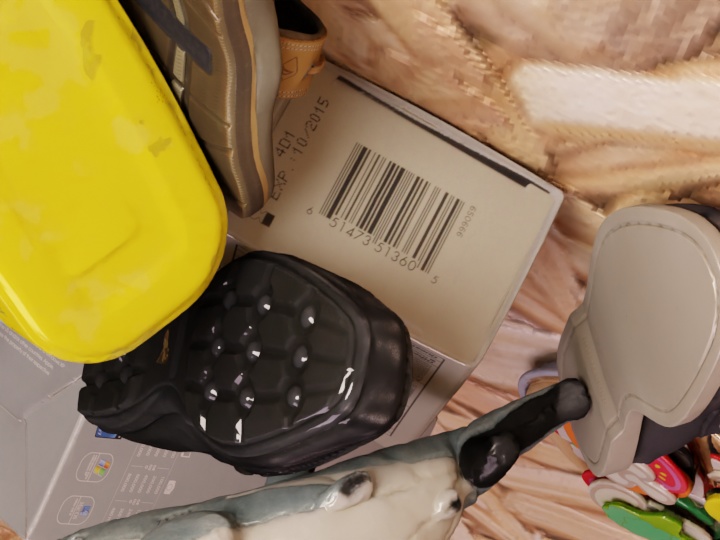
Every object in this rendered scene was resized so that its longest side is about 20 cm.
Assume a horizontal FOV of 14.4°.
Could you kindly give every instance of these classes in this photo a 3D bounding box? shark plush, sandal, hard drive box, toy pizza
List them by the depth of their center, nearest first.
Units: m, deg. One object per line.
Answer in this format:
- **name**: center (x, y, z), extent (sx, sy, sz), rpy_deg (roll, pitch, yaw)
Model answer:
- **sandal**: center (-0.040, -0.080, 0.850), extent (0.080, 0.054, 0.200), rpy_deg (48, 159, 20)
- **shark plush**: center (-0.018, 0.076, 0.964), extent (0.091, 0.200, 0.083), rpy_deg (58, 174, -31)
- **hard drive box**: center (-0.093, 0.047, 1.173), extent (0.200, 0.077, 0.156), rpy_deg (10, -160, -47)
- **toy pizza**: center (0.151, 0.098, 1.182), extent (0.200, 0.032, 0.200), rpy_deg (27, 167, 7)

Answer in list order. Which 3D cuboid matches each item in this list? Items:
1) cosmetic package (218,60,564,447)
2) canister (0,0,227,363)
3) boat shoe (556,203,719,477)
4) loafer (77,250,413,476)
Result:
- **cosmetic package**: center (0.000, 0.000, 1.029), extent (0.105, 0.071, 0.200), rpy_deg (29, 167, -1)
- **canister**: center (-0.136, -0.060, 0.909), extent (0.200, 0.087, 0.149), rpy_deg (27, 150, 56)
- **boat shoe**: center (0.114, 0.019, 0.950), extent (0.063, 0.073, 0.200), rpy_deg (-14, 165, -11)
- **loafer**: center (-0.028, 0.033, 0.928), extent (0.070, 0.068, 0.200), rpy_deg (15, 171, -25)
